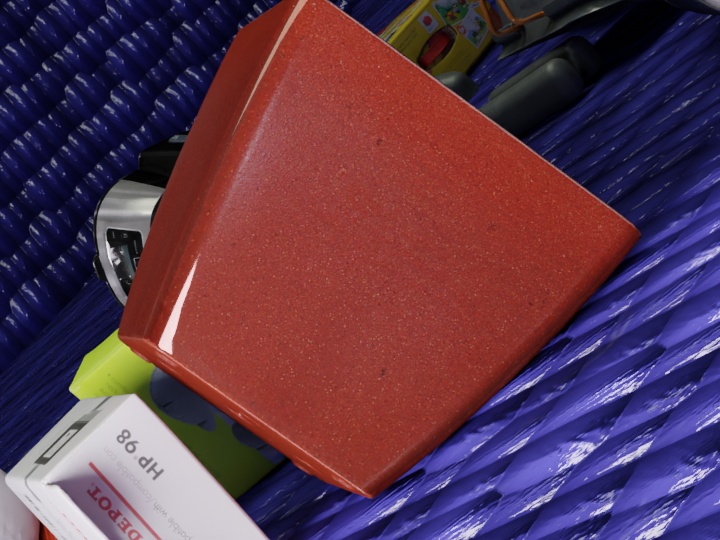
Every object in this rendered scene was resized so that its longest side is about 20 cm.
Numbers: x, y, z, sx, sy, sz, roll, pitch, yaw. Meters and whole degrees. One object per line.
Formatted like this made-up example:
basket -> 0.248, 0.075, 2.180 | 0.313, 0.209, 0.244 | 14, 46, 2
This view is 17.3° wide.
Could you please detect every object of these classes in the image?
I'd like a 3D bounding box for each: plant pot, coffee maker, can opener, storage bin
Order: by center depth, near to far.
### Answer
plant pot -> -0.013, 0.000, 1.171 | 0.177, 0.199, 0.200 | -56, 10, -7
coffee maker -> -0.043, -0.028, 1.504 | 0.191, 0.136, 0.199 | 2, 1, -39
storage bin -> 0.140, -0.239, 1.652 | 0.145, 0.135, 0.200 | -24, 1, -16
can opener -> 0.091, -0.124, 1.685 | 0.053, 0.067, 0.200 | -49, 9, -33

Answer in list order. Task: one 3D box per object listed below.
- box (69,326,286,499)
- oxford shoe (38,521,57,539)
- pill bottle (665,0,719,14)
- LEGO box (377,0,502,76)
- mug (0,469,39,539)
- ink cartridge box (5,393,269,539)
box -> -0.058, 0.041, 1.364 | 0.200, 0.122, 0.048 | -41, 15, 25
oxford shoe -> -0.172, 0.168, 1.569 | 0.072, 0.072, 0.200 | -11, -11, -19
pill bottle -> 0.208, -0.201, 1.338 | 0.111, 0.111, 0.200 | -43, 8, 1
LEGO box -> 0.030, -0.174, 2.226 | 0.149, 0.077, 0.200 | -36, 11, 44
mug -> -0.291, 0.218, 1.561 | 0.176, 0.147, 0.201 | -55, -26, -23
ink cartridge box -> -0.110, 0.127, 1.210 | 0.067, 0.116, 0.200 | -44, 8, -14
